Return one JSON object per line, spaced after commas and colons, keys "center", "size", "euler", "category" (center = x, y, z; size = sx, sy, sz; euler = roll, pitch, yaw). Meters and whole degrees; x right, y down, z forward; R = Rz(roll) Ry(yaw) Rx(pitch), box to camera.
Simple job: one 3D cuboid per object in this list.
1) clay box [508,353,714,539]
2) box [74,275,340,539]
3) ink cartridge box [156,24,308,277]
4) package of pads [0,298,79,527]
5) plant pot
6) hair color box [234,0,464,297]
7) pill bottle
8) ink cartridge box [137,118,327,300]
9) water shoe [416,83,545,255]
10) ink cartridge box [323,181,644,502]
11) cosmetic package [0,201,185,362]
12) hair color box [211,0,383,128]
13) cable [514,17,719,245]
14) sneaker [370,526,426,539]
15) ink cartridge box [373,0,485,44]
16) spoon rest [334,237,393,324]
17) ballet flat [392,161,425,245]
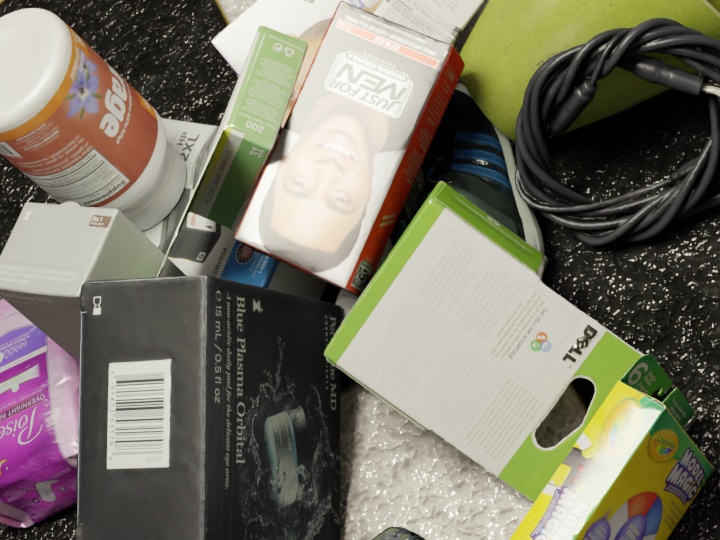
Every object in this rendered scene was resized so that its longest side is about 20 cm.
{"center": [0.172, 0.165, 1.297], "size": [0.047, 0.115, 0.201], "euler": [31, 82, 38], "category": "clay box"}
{"center": [-0.109, 0.114, 1.405], "size": [0.116, 0.199, 0.199], "euler": [-4, 81, 28], "category": "box"}
{"center": [-0.105, -0.071, 1.463], "size": [0.048, 0.146, 0.202], "euler": [21, 61, -6], "category": "ink cartridge box"}
{"center": [-0.276, 0.108, 1.620], "size": [0.120, 0.076, 0.201], "euler": [-26, 53, 19], "category": "package of pads"}
{"center": [0.177, -0.196, 1.477], "size": [0.200, 0.186, 0.188], "euler": [-38, 49, 24], "category": "plant pot"}
{"center": [-0.007, -0.093, 1.444], "size": [0.101, 0.061, 0.202], "euler": [23, 88, 14], "category": "hair color box"}
{"center": [-0.229, -0.115, 1.532], "size": [0.111, 0.200, 0.113], "euler": [-15, 56, 24], "category": "pill bottle"}
{"center": [-0.115, -0.041, 1.604], "size": [0.199, 0.084, 0.146], "euler": [11, 69, 35], "category": "ink cartridge box"}
{"center": [0.080, -0.073, 1.487], "size": [0.072, 0.078, 0.201], "euler": [-51, 52, 38], "category": "water shoe"}
{"center": [0.096, 0.056, 1.398], "size": [0.199, 0.076, 0.148], "euler": [36, 106, -1], "category": "ink cartridge box"}
{"center": [-0.197, 0.031, 1.534], "size": [0.106, 0.200, 0.091], "euler": [4, 64, 36], "category": "cosmetic package"}
{"center": [-0.019, -0.220, 1.635], "size": [0.200, 0.065, 0.110], "euler": [-41, 88, 5], "category": "hair color box"}
{"center": [0.197, -0.101, 1.413], "size": [0.199, 0.164, 0.051], "euler": [-18, 29, 28], "category": "cable"}
{"center": [0.045, 0.223, 1.368], "size": [0.198, 0.074, 0.082], "euler": [-12, 55, 23], "category": "sneaker"}
{"center": [0.056, -0.215, 1.541], "size": [0.068, 0.116, 0.201], "euler": [37, 96, -3], "category": "ink cartridge box"}
{"center": [0.000, 0.000, 1.498], "size": [0.099, 0.060, 0.202], "euler": [-30, 75, 49], "category": "spoon rest"}
{"center": [0.050, -0.037, 1.523], "size": [0.063, 0.068, 0.201], "euler": [-11, 55, -12], "category": "ballet flat"}
